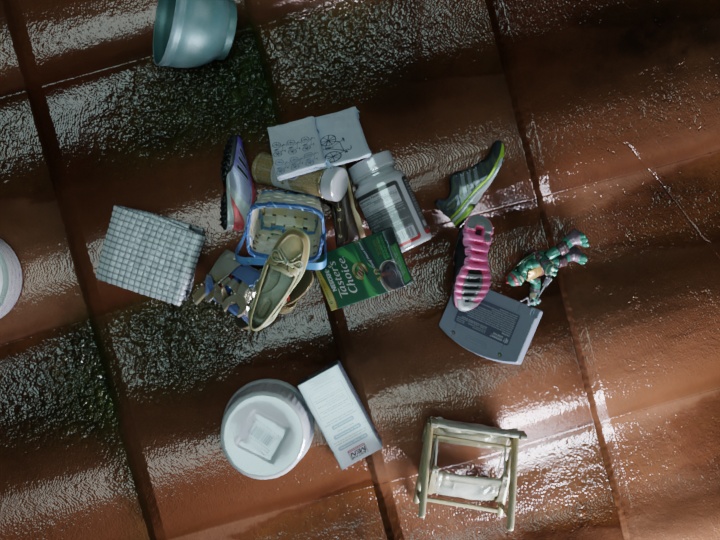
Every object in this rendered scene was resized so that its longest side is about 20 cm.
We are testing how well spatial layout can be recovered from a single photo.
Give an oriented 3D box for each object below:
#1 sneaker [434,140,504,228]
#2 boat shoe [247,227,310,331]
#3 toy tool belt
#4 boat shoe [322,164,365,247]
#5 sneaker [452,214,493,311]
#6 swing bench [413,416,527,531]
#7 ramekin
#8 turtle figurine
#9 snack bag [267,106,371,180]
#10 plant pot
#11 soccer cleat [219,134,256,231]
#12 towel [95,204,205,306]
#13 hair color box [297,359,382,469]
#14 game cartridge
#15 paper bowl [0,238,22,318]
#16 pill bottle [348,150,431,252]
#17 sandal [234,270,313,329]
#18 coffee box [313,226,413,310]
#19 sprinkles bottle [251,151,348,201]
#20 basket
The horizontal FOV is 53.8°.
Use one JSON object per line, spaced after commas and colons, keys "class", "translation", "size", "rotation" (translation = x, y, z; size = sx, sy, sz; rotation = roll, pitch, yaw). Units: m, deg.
{"class": "sneaker", "translation": [0.232, -0.192, 1.485], "size": [0.081, 0.074, 0.201], "rotation": [34, 89, 2]}
{"class": "boat shoe", "translation": [-0.152, 0.017, 1.306], "size": [0.073, 0.063, 0.202], "rotation": [29, 101, -6]}
{"class": "toy tool belt", "translation": [-0.243, 0.054, 1.416], "size": [0.199, 0.125, 0.123], "rotation": [28, 67, 38]}
{"class": "boat shoe", "translation": [-0.045, -0.148, 1.481], "size": [0.070, 0.070, 0.202], "rotation": [-14, 91, -1]}
{"class": "sneaker", "translation": [0.222, -0.012, 1.474], "size": [0.078, 0.095, 0.202], "rotation": [14, 80, -17]}
{"class": "swing bench", "translation": [0.223, 0.410, 1.472], "size": [0.197, 0.130, 0.202], "rotation": [9, 86, 0]}
{"class": "ramekin", "translation": [-0.197, 0.333, 1.477], "size": [0.198, 0.098, 0.202], "rotation": [0, 91, -1]}
{"class": "turtle figurine", "translation": [0.376, -0.001, 1.466], "size": [0.199, 0.150, 0.101], "rotation": [-32, 74, -8]}
{"class": "snack bag", "translation": [-0.085, -0.262, 1.438], "size": [0.198, 0.189, 0.022], "rotation": [-14, 134, -1]}
{"class": "plant pot", "translation": [-0.328, -0.497, 1.424], "size": [0.133, 0.200, 0.202], "rotation": [8, 91, -28]}
{"class": "soccer cleat", "translation": [-0.253, -0.183, 1.489], "size": [0.073, 0.068, 0.202], "rotation": [2, 87, -24]}
{"class": "towel", "translation": [-0.430, -0.033, 1.475], "size": [0.198, 0.086, 0.167], "rotation": [17, 90, 1]}
{"class": "hair color box", "translation": [-0.042, 0.303, 1.497], "size": [0.098, 0.061, 0.201], "rotation": [-28, 91, 0]}
{"class": "game cartridge", "translation": [0.262, 0.109, 1.456], "size": [0.199, 0.041, 0.134], "rotation": [25, 88, 38]}
{"class": "paper bowl", "translation": [-0.816, 0.017, 1.461], "size": [0.199, 0.104, 0.203], "rotation": [0, 91, 1]}
{"class": "pill bottle", "translation": [0.058, -0.135, 1.461], "size": [0.113, 0.114, 0.201], "rotation": [-24, 91, 0]}
{"class": "sandal", "translation": [-0.168, 0.059, 1.493], "size": [0.211, 0.069, 0.078], "rotation": [-34, 65, 20]}
{"class": "coffee box", "translation": [0.000, 0.000, 1.445], "size": [0.199, 0.044, 0.124], "rotation": [-18, 96, 36]}
{"class": "sprinkles bottle", "translation": [-0.124, -0.192, 1.442], "size": [0.199, 0.068, 0.069], "rotation": [15, 91, 26]}
{"class": "basket", "translation": [-0.147, -0.070, 1.416], "size": [0.175, 0.201, 0.140], "rotation": [7, 122, 0]}
